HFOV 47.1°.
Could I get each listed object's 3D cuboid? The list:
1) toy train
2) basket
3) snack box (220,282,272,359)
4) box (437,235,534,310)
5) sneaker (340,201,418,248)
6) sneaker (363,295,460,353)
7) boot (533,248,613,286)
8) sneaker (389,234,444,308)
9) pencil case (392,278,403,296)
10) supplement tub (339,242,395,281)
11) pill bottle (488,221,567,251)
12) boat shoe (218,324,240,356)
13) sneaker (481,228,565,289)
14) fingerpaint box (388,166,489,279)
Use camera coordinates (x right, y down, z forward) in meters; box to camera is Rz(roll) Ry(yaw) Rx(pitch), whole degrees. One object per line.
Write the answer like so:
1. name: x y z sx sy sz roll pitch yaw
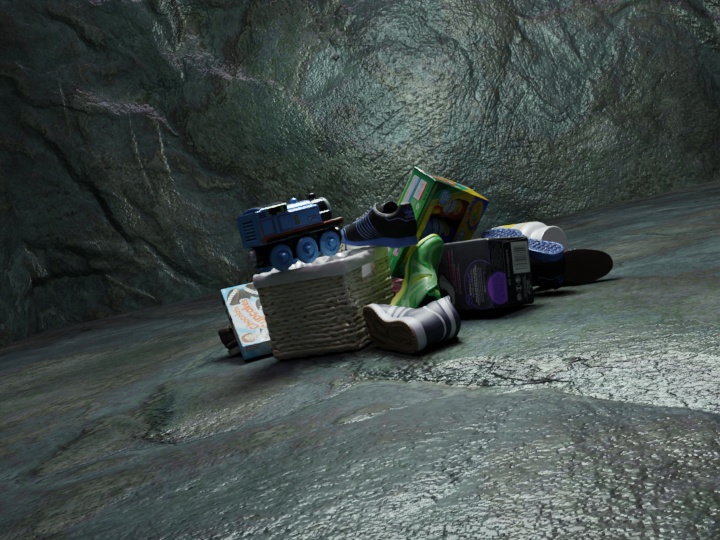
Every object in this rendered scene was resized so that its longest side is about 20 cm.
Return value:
1. toy train: -0.117 -0.067 1.438 0.198 0.116 0.086 -18 8 -37
2. basket: -0.054 0.054 1.505 0.197 0.164 0.198 -12 5 27
3. snack box: -0.201 0.093 1.643 0.114 0.038 0.201 -13 36 -16
4. box: 0.203 0.008 1.495 0.105 0.125 0.199 -4 -1 -36
5. sneaker: 0.032 -0.085 1.493 0.069 0.079 0.198 -12 10 -39
6. sneaker: 0.085 0.081 1.331 0.107 0.071 0.199 -20 13 -21
7. boot: 0.434 -0.015 1.630 0.184 0.065 0.199 -8 2 35
8. sneaker: 0.112 0.032 1.436 0.082 0.202 0.074 8 -26 32
9. pencil case: 0.091 0.050 1.667 0.087 0.083 0.200 -53 -10 19
10. supplement tub: 0.008 -0.007 1.854 0.143 0.147 0.200 -15 -22 -30
11. pill bottle: 0.376 -0.052 1.889 0.110 0.113 0.199 -15 5 -28
12. boat shoe: -0.211 0.100 1.720 0.071 0.061 0.201 -28 8 48
13. sneaker: 0.303 -0.023 1.553 0.069 0.079 0.199 -21 26 -27
14. fingerpaint box: 0.138 -0.077 1.603 0.165 0.202 0.073 14 17 -42
